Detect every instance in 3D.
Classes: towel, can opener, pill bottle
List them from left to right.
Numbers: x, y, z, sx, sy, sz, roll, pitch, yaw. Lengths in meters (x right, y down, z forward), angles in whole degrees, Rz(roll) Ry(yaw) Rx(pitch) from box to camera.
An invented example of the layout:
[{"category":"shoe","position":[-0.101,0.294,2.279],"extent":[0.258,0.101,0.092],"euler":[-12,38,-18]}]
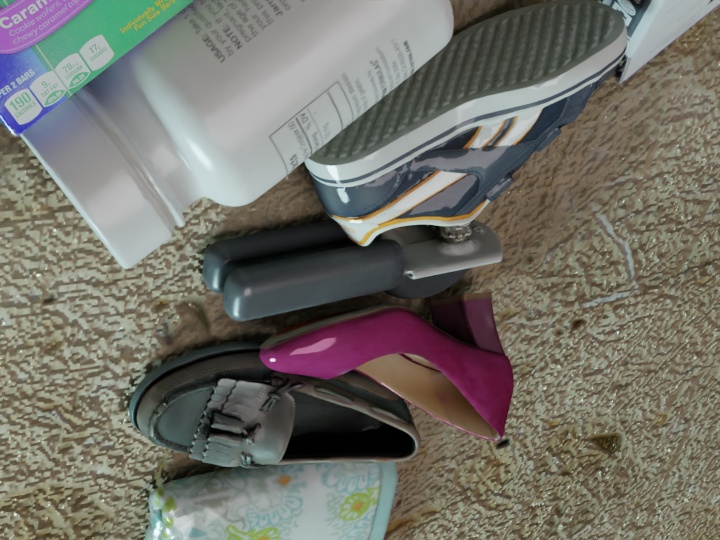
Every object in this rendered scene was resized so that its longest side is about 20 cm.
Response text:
[{"category":"pill bottle","position":[-0.063,-0.097,0.803],"extent":[0.200,0.114,0.115],"euler":[-39,139,-7]},{"category":"towel","position":[-0.066,0.205,1.100],"extent":[0.170,0.048,0.202],"euler":[-13,130,-33]},{"category":"can opener","position":[0.000,0.000,0.982],"extent":[0.198,0.053,0.067],"euler":[-8,129,-35]}]

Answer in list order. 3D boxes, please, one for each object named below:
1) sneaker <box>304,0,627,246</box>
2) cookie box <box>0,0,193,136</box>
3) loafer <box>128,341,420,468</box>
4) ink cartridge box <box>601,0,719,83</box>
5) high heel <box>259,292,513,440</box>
[{"category":"sneaker","position":[0.064,-0.084,0.949],"extent":[0.198,0.079,0.080],"euler":[-25,132,-6]},{"category":"cookie box","position":[-0.140,-0.186,0.695],"extent":[0.171,0.075,0.201],"euler":[-38,138,-6]},{"category":"loafer","position":[-0.044,0.088,1.010],"extent":[0.199,0.063,0.072],"euler":[2,122,-41]},{"category":"ink cartridge box","position":[0.230,-0.211,0.979],"extent":[0.198,0.044,0.200],"euler":[-38,171,-8]},{"category":"high heel","position":[0.023,0.069,1.016],"extent":[0.199,0.067,0.097],"euler":[-7,87,-40]}]
